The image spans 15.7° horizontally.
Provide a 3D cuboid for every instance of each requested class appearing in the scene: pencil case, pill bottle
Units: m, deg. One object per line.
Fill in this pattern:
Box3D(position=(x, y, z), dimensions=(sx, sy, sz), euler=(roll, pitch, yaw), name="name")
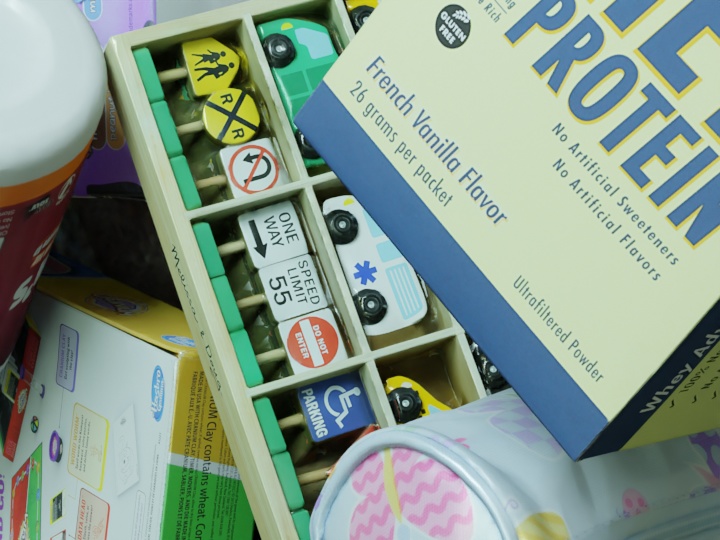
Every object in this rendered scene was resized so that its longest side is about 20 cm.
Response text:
Box3D(position=(0.078, 0.073, 0.804), dimensions=(0.090, 0.199, 0.084), euler=(28, 116, 38), name="pencil case")
Box3D(position=(-0.166, -0.015, 0.941), dimensions=(0.110, 0.109, 0.200), euler=(51, 140, 22), name="pill bottle")

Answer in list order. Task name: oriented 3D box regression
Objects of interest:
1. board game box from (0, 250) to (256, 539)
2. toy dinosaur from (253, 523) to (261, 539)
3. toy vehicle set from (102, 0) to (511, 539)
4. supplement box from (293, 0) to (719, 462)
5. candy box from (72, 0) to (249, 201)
Box3D(position=(-0.109, 0.081, 0.996), dimensions=(0.200, 0.040, 0.154), euler=(22, 108, 54), name="board game box")
Box3D(position=(-0.012, 0.077, 0.964), dimensions=(0.088, 0.047, 0.201), euler=(14, 105, 28), name="toy dinosaur")
Box3D(position=(0.000, 0.000, 0.903), dimensions=(0.027, 0.124, 0.201), euler=(135, 117, -69), name="toy vehicle set")
Box3D(position=(0.129, -0.070, 0.751), dimensions=(0.134, 0.199, 0.200), euler=(50, 119, 22), name="supplement box")
Box3D(position=(-0.136, -0.114, 1.020), dimensions=(0.199, 0.071, 0.169), euler=(3, 96, 36), name="candy box")
